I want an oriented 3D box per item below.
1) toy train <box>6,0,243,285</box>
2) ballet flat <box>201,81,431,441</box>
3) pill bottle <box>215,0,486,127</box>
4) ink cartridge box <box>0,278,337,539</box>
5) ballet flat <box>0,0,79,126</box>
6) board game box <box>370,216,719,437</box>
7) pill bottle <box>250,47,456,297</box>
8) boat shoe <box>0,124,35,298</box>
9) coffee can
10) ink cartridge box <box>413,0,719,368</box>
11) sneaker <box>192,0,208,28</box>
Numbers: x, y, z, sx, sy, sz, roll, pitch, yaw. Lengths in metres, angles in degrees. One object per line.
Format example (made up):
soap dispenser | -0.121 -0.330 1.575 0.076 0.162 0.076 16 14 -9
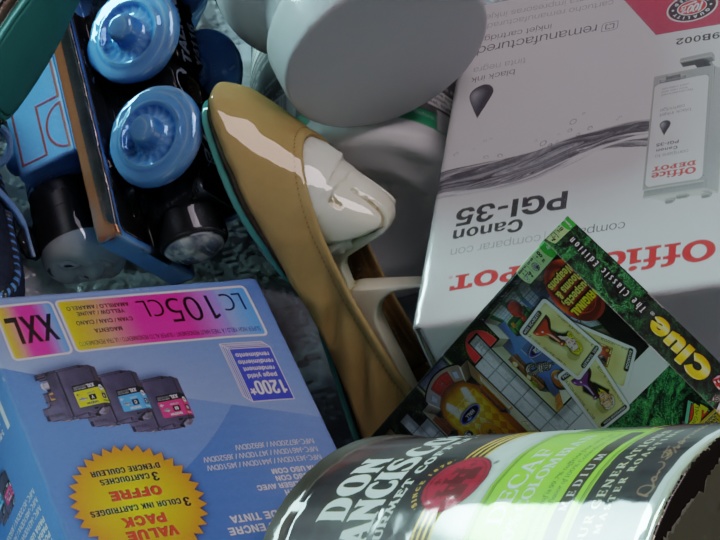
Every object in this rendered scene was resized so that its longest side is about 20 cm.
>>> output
toy train | -0.117 -0.084 1.100 0.087 0.114 0.201 29 41 -59
ballet flat | 0.000 0.000 1.051 0.201 0.063 0.069 64 22 -12
pill bottle | -0.024 -0.167 1.082 0.115 0.116 0.200 -4 51 -30
ink cartridge box | -0.074 0.104 0.971 0.136 0.076 0.200 -5 52 -30
ballet flat | -0.176 -0.067 1.011 0.075 0.068 0.201 13 70 8
board game box | 0.068 0.072 0.967 0.105 0.200 0.023 42 47 4
pill bottle | 0.002 -0.092 1.174 0.113 0.113 0.200 14 44 -14
boat shoe | -0.203 -0.058 1.070 0.084 0.069 0.200 -13 55 -35
coffee can | 0.077 0.128 0.859 0.146 0.200 0.147 6 81 -40
ink cartridge box | 0.113 -0.031 1.039 0.146 0.083 0.200 -9 45 21
sneaker | -0.093 -0.164 1.197 0.072 0.073 0.200 26 66 15
